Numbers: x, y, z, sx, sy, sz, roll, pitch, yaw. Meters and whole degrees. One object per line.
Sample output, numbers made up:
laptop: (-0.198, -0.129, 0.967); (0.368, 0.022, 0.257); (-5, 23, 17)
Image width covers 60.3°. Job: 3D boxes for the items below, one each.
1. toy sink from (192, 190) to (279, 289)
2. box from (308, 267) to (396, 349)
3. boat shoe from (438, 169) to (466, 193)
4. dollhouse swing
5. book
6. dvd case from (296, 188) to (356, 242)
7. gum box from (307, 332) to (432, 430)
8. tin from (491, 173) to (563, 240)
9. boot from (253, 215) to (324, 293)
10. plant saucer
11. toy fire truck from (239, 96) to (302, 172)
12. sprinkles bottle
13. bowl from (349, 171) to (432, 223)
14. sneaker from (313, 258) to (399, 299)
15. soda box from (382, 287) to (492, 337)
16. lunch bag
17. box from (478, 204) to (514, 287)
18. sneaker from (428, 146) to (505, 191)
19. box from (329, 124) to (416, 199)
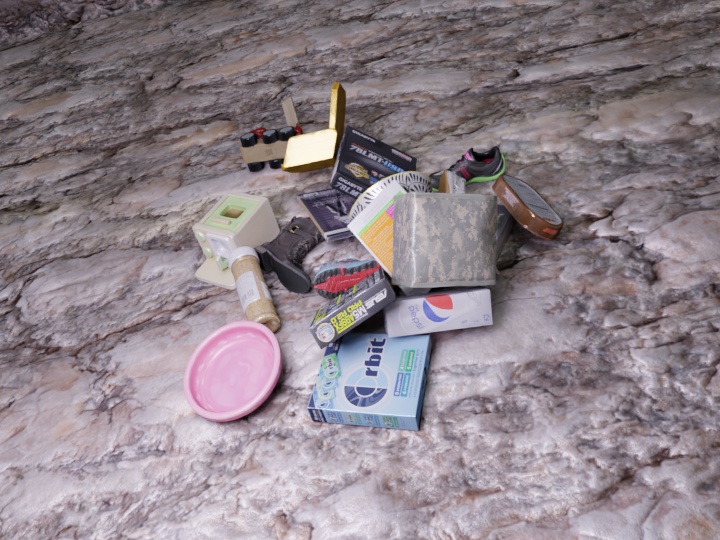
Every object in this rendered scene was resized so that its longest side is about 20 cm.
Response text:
toy sink: (-0.301, -0.077, 1.437); (0.127, 0.114, 0.202); (13, 51, 29)
box: (-0.012, 0.064, 1.143); (0.158, 0.045, 0.200); (-34, 4, 3)
boat shoe: (0.202, -0.122, 1.280); (0.067, 0.071, 0.205); (10, 57, -9)
dollhouse swing: (-0.115, -0.352, 1.550); (0.175, 0.182, 0.200); (-10, 5, 7)
book: (0.087, -0.056, 1.204); (0.133, 0.048, 0.201); (-42, 88, 3)
dvd case: (-0.049, -0.138, 1.463); (0.144, 0.016, 0.201); (-13, 39, -22)
gum box: (0.021, 0.191, 1.107); (0.193, 0.045, 0.173); (0, 45, 19)
tin: (0.349, -0.138, 1.302); (0.109, 0.043, 0.202); (8, 36, -27)
boot: (-0.134, -0.050, 1.393); (0.198, 0.071, 0.173); (31, 53, 32)
plant saucer: (-0.235, 0.194, 1.169); (0.194, 0.051, 0.205); (-10, 50, 12)
toy fire truck: (-0.238, -0.386, 1.743); (0.170, 0.132, 0.202); (-6, 32, 12)
sprinkles bottle: (-0.225, 0.043, 1.300); (0.066, 0.069, 0.203); (-21, 53, -6)
bowl: (0.082, -0.106, 1.314); (0.195, 0.202, 0.096); (-22, 65, -7)
sneaker: (0.000, 0.000, 1.284); (0.193, 0.082, 0.096); (-2, 24, -3)
soda box: (0.139, 0.075, 1.134); (0.193, 0.066, 0.068); (-7, 4, -2)
lunch bag: (0.161, -0.055, 1.124); (0.193, 0.170, 0.117); (0, 2, -20)
box: (0.219, -0.066, 1.306); (0.154, 0.049, 0.202); (13, 51, 28)
sneaker: (0.242, -0.242, 1.453); (0.194, 0.085, 0.078); (-19, 41, -3)
box: (0.035, -0.232, 1.462); (0.195, 0.050, 0.202); (24, 45, -12)
